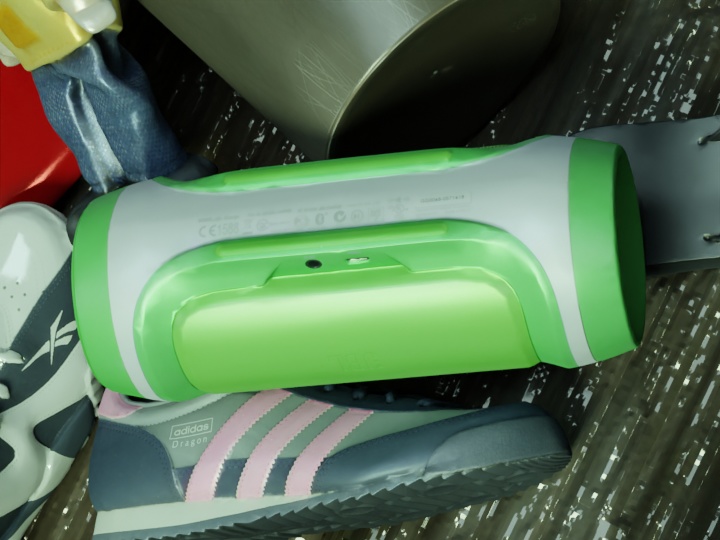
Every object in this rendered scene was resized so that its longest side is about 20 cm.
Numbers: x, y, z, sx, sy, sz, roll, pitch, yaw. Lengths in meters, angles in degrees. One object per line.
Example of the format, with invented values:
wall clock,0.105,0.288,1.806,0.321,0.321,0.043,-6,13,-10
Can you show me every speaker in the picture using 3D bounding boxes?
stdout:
speaker,0.000,0.000,0.949,0.199,0.088,0.089,-5,74,14

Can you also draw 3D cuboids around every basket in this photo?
basket,-0.026,-0.140,1.015,0.200,0.136,0.181,52,132,21

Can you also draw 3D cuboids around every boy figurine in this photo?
boy figurine,-0.129,-0.108,1.015,0.064,0.201,0.124,-36,18,-19

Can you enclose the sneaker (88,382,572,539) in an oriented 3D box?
sneaker,-0.018,0.057,0.992,0.199,0.070,0.083,-10,74,21

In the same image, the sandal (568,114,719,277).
sandal,0.155,-0.036,0.948,0.199,0.043,0.077,-15,71,22

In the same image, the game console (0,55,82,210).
game console,-0.218,-0.060,1.151,0.172,0.119,0.200,42,98,-3

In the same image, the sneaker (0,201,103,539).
sneaker,-0.169,0.062,1.025,0.079,0.130,0.200,22,87,17
